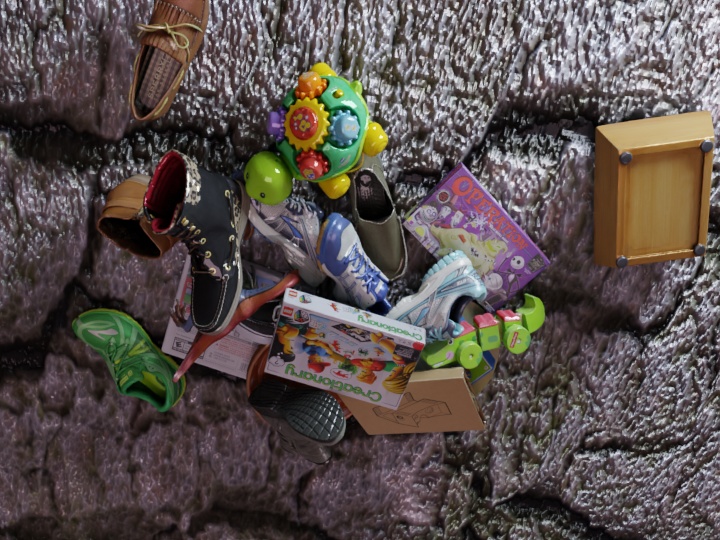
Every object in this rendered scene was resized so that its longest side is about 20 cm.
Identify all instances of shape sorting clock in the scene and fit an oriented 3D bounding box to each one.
[{"bbox_3d":[0.116,0.128,1.160,0.194,0.039,0.205,-2,114,-4],"label":"shape sorting clock"}]

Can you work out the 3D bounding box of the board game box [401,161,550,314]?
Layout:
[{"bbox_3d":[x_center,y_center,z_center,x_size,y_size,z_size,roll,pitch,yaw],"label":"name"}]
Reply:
[{"bbox_3d":[0.166,-0.043,1.092,0.120,0.032,0.200,-43,108,13],"label":"board game box"}]

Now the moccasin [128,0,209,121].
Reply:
[{"bbox_3d":[-0.245,-0.284,0.953,0.072,0.078,0.204,28,111,-13],"label":"moccasin"}]

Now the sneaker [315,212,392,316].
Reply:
[{"bbox_3d":[0.000,0.000,1.045,0.086,0.076,0.202,20,152,27],"label":"sneaker"}]

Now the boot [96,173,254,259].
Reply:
[{"bbox_3d":[-0.242,-0.062,1.010,0.196,0.156,0.078,25,112,-11],"label":"boot"}]

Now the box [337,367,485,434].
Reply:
[{"bbox_3d":[0.078,0.201,1.140,0.194,0.022,0.165,-8,141,19],"label":"box"}]

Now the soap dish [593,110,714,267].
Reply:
[{"bbox_3d":[0.400,-0.103,1.035,0.152,0.082,0.205,-7,115,3],"label":"soap dish"}]

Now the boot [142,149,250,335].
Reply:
[{"bbox_3d":[-0.200,-0.034,0.919,0.071,0.150,0.206,6,79,22],"label":"boot"}]

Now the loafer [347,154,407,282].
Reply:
[{"bbox_3d":[0.018,-0.068,1.055,0.073,0.070,0.204,-16,113,7],"label":"loafer"}]

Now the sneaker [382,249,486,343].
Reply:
[{"bbox_3d":[0.094,0.070,1.058,0.201,0.077,0.087,-49,64,14],"label":"sneaker"}]

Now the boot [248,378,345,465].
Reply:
[{"bbox_3d":[-0.069,0.231,1.094,0.068,0.197,0.132,-47,125,-26],"label":"boot"}]

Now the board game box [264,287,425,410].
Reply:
[{"bbox_3d":[-0.023,0.108,1.026,0.195,0.035,0.128,16,124,-5],"label":"board game box"}]

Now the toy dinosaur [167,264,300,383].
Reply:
[{"bbox_3d":[-0.165,0.054,1.049,0.177,0.104,0.207,1,91,28],"label":"toy dinosaur"}]

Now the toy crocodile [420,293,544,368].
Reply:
[{"bbox_3d":[0.177,0.091,1.095,0.195,0.068,0.063,-17,109,-9],"label":"toy crocodile"}]

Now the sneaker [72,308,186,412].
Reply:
[{"bbox_3d":[-0.344,0.133,1.137,0.199,0.084,0.074,42,109,-16],"label":"sneaker"}]

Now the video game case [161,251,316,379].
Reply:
[{"bbox_3d":[-0.185,0.072,1.145,0.195,0.023,0.186,19,113,-7],"label":"video game case"}]

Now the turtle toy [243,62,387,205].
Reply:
[{"bbox_3d":[-0.068,-0.164,0.967,0.200,0.101,0.146,-46,76,18],"label":"turtle toy"}]

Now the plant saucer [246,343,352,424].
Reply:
[{"bbox_3d":[-0.077,0.161,1.162,0.194,0.033,0.205,-6,122,-10],"label":"plant saucer"}]

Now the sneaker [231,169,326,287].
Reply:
[{"bbox_3d":[-0.098,-0.075,1.060,0.085,0.077,0.200,-40,116,6],"label":"sneaker"}]

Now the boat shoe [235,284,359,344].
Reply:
[{"bbox_3d":[-0.091,0.064,1.066,0.194,0.075,0.069,11,140,14],"label":"boat shoe"}]
